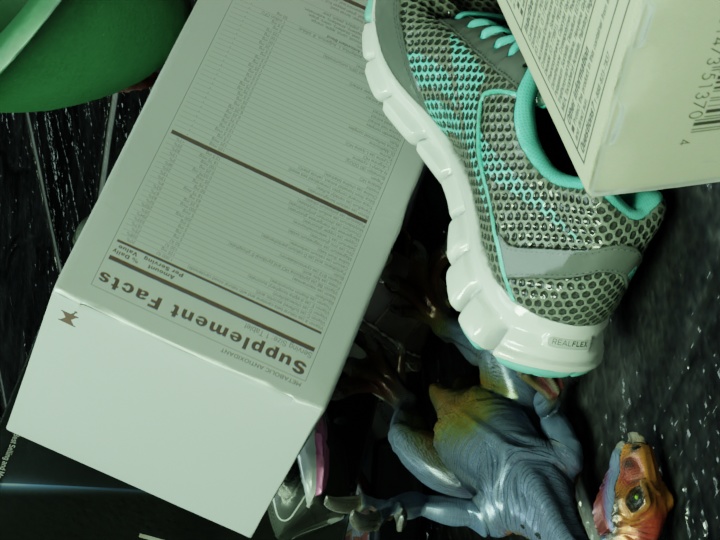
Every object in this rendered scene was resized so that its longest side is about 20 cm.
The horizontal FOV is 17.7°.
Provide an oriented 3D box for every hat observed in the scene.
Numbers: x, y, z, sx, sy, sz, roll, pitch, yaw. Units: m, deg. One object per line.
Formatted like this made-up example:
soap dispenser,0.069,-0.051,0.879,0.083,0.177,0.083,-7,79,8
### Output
hat,-0.090,-0.091,0.998,0.166,0.176,0.200,-33,34,33

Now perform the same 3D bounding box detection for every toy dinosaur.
toy dinosaur,0.068,0.065,0.910,0.105,0.200,0.181,-53,56,11

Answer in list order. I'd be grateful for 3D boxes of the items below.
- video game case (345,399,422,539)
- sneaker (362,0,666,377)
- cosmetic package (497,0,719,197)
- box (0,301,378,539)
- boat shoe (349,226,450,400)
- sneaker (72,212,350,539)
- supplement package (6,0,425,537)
video game case,-0.010,0.132,1.224,0.181,0.025,0.200,-124,32,-58
sneaker,0.063,-0.062,0.858,0.091,0.077,0.200,-57,43,42
cosmetic package,0.084,-0.130,0.699,0.103,0.087,0.200,101,156,-48
box,-0.089,0.116,1.040,0.200,0.163,0.086,-74,0,-51
boat shoe,0.000,0.000,1.083,0.060,0.072,0.200,-50,15,6
sneaker,-0.069,0.041,1.024,0.080,0.086,0.200,67,179,-54
supplement package,-0.047,-0.017,0.923,0.110,0.114,0.200,118,176,-53
